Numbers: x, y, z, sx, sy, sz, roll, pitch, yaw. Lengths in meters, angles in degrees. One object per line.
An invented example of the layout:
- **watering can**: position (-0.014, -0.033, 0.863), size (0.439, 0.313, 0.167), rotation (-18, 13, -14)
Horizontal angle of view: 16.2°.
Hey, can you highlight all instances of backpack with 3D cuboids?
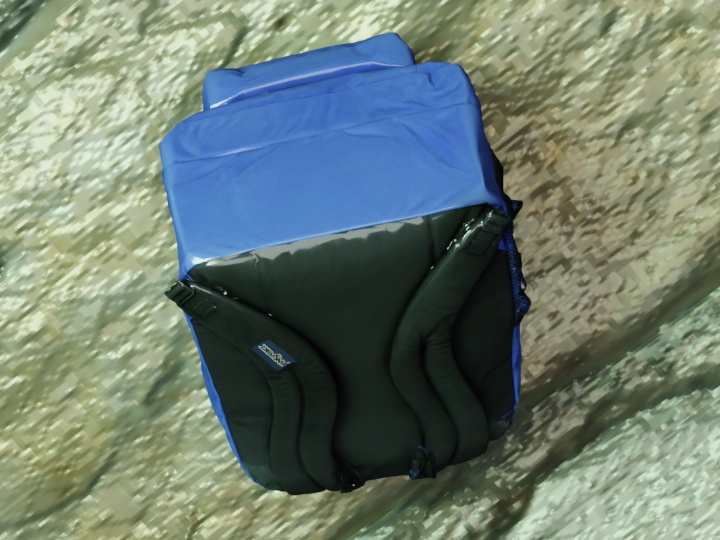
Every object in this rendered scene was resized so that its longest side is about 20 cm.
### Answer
- **backpack**: position (0.000, 0.000, 1.200), size (0.162, 0.168, 0.200), rotation (-9, 137, 4)
